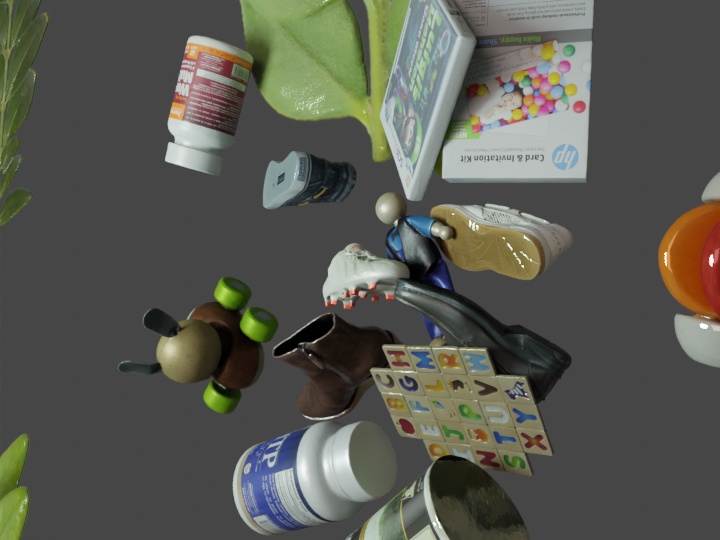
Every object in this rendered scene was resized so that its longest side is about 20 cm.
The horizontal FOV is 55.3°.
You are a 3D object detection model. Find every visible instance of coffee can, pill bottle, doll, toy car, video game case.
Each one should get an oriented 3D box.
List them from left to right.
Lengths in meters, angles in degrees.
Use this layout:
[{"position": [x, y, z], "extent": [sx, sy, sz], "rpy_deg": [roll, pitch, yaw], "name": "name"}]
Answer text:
[{"position": [-0.250, 0.106, 1.002], "extent": [0.158, 0.199, 0.165], "rpy_deg": [42, 110, 36], "name": "toy car"}, {"position": [-0.248, -0.263, 1.113], "extent": [0.109, 0.109, 0.202], "rpy_deg": [20, 97, 41], "name": "pill bottle"}, {"position": [-0.056, 0.257, 0.865], "extent": [0.199, 0.119, 0.121], "rpy_deg": [-26, 67, 35], "name": "pill bottle"}, {"position": [0.069, -0.215, 0.793], "extent": [0.183, 0.023, 0.201], "rpy_deg": [-104, 23, -45], "name": "video game case"}, {"position": [0.064, 0.316, 0.735], "extent": [0.200, 0.146, 0.147], "rpy_deg": [-47, 57, 25], "name": "coffee can"}, {"position": [0.073, -0.009, 0.819], "extent": [0.202, 0.048, 0.137], "rpy_deg": [66, 149, 21], "name": "doll"}, {"position": [0.336, -0.001, 0.537], "extent": [0.199, 0.149, 0.177], "rpy_deg": [12, 92, 41], "name": "toy car"}]

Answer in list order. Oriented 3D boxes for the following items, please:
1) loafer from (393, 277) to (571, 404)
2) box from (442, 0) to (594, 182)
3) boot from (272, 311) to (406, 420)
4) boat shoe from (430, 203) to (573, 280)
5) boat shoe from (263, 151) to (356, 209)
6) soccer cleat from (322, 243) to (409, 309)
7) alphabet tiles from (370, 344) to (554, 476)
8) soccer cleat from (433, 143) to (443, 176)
[{"position": [0.117, 0.073, 0.719], "extent": [0.199, 0.073, 0.073], "rpy_deg": [29, 97, 8], "name": "loafer"}, {"position": [0.169, -0.197, 0.742], "extent": [0.154, 0.041, 0.203], "rpy_deg": [3, 92, 20], "name": "box"}, {"position": [-0.049, 0.117, 0.842], "extent": [0.199, 0.166, 0.073], "rpy_deg": [-32, 51, 29], "name": "boot"}, {"position": [0.152, -0.038, 0.764], "extent": [0.200, 0.069, 0.072], "rpy_deg": [27, 134, 57], "name": "boat shoe"}, {"position": [-0.078, -0.120, 0.977], "extent": [0.200, 0.090, 0.072], "rpy_deg": [-179, 97, -68], "name": "boat shoe"}, {"position": [0.000, 0.000, 0.852], "extent": [0.200, 0.069, 0.079], "rpy_deg": [160, 117, -65], "name": "soccer cleat"}, {"position": [0.105, 0.151, 0.748], "extent": [0.198, 0.006, 0.168], "rpy_deg": [-3, 119, 41], "name": "alphabet tiles"}, {"position": [0.131, -0.207, 0.804], "extent": [0.083, 0.064, 0.202], "rpy_deg": [20, 97, 38], "name": "soccer cleat"}]
